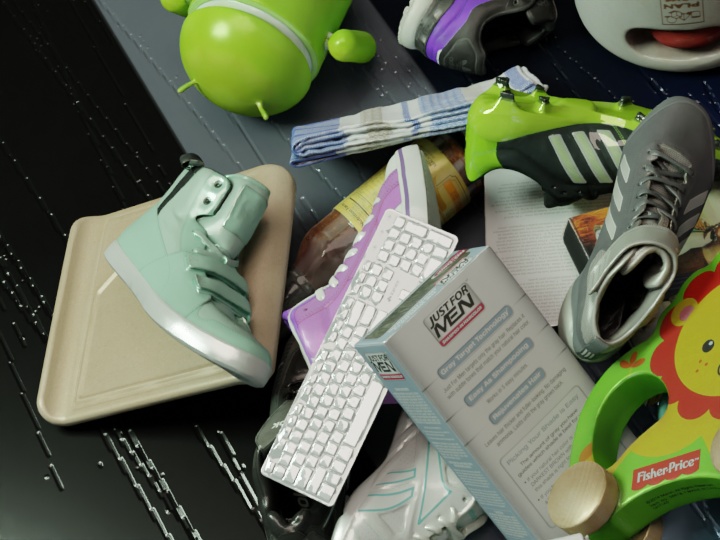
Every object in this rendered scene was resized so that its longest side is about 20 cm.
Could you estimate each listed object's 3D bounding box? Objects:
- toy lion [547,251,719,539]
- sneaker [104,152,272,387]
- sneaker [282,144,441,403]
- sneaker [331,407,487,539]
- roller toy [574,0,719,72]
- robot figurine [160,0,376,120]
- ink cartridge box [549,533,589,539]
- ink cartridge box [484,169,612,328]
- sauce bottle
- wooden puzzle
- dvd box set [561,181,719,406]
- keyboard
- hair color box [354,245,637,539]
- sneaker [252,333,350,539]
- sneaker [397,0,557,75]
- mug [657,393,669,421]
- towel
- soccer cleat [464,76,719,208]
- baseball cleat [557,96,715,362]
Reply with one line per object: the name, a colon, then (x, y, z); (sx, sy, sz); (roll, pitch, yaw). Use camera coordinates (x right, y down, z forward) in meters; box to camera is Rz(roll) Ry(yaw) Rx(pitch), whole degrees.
toy lion: (0.217, 0.071, 1.136); (0.199, 0.069, 0.193); (-25, 40, 39)
sneaker: (-0.099, -0.007, 1.294); (0.118, 0.074, 0.200); (-50, 44, 2)
sneaker: (0.000, 0.000, 1.297); (0.113, 0.073, 0.202); (-5, 56, 12)
sneaker: (0.040, 0.163, 1.250); (0.080, 0.071, 0.201); (21, 64, 21)
roller toy: (0.252, -0.260, 1.428); (0.182, 0.140, 0.200); (-39, 58, -12)
robot figurine: (-0.073, -0.212, 1.487); (0.174, 0.116, 0.201); (17, 63, 13)
ink cartridge box: (0.057, 0.246, 1.145); (0.198, 0.147, 0.087); (-12, 57, 5)
ink cartridge box: (0.147, -0.017, 1.352); (0.108, 0.050, 0.202); (-4, 58, 9)
sauce bottle: (0.002, -0.024, 1.383); (0.200, 0.066, 0.066); (-41, 58, -7)
wooden puzzle: (-0.142, 0.021, 1.383); (0.198, 0.037, 0.186); (-12, 55, 26)
dvd box set: (0.260, 0.003, 1.289); (0.198, 0.029, 0.147); (-14, 60, -14)
keyboard: (0.000, 0.057, 1.233); (0.056, 0.011, 0.201); (21, 79, 23)
hair color box: (0.099, 0.093, 1.214); (0.099, 0.061, 0.200); (-41, 101, -18)
sneaker: (-0.037, 0.116, 1.284); (0.066, 0.091, 0.202); (-3, 57, 10)
sneaker: (0.126, -0.232, 1.489); (0.099, 0.070, 0.200); (33, 72, 21)
mug: (0.298, 0.122, 1.176); (0.184, 0.152, 0.115); (-19, 49, 43)
towel: (0.041, -0.120, 1.403); (0.198, 0.024, 0.147); (-13, 12, 3)
soccer cleat: (0.171, -0.082, 1.316); (0.198, 0.082, 0.068); (10, 25, -2)
baseball cleat: (0.196, -0.031, 1.209); (0.069, 0.106, 0.201); (24, 77, -7)
